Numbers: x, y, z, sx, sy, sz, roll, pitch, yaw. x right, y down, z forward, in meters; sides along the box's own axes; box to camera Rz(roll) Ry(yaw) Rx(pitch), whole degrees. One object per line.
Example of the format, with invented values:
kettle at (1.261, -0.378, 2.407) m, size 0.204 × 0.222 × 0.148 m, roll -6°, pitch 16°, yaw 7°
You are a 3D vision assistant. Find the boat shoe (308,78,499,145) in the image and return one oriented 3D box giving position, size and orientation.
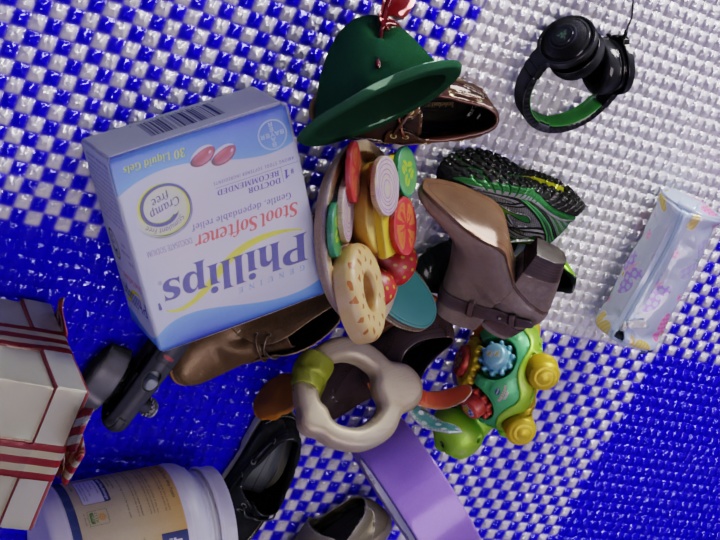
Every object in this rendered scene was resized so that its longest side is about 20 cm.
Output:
boat shoe at (0.049, -0.164, 1.463) m, size 0.199 × 0.070 × 0.071 m, roll -8°, pitch 125°, yaw -24°

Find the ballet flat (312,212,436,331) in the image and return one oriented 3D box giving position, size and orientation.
ballet flat at (0.000, 0.000, 1.536) m, size 0.200 × 0.065 × 0.071 m, roll 41°, pitch 66°, yaw -29°

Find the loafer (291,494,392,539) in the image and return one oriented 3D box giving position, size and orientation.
loafer at (-0.054, 0.337, 1.718) m, size 0.200 × 0.076 × 0.068 m, roll -37°, pitch 129°, yaw -16°

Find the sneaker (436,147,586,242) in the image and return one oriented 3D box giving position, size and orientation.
sneaker at (0.161, -0.073, 1.579) m, size 0.200 × 0.078 × 0.085 m, roll 19°, pitch 113°, yaw -35°

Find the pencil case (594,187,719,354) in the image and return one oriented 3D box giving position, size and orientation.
pencil case at (0.360, -0.001, 1.732) m, size 0.091 × 0.083 × 0.200 m, roll -1°, pitch 121°, yaw -55°

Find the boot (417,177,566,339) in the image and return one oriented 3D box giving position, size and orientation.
boot at (0.121, -0.002, 1.539) m, size 0.200 × 0.070 × 0.146 m, roll 31°, pitch 134°, yaw -6°

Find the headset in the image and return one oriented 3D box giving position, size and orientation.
headset at (0.244, -0.241, 1.540) m, size 0.123 × 0.094 × 0.200 m, roll 15°, pitch 126°, yaw -40°

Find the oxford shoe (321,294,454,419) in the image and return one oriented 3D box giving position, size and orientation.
oxford shoe at (0.021, 0.112, 1.608) m, size 0.200 × 0.073 × 0.071 m, roll -43°, pitch 134°, yaw 14°

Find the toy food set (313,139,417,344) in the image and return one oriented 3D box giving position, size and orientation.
toy food set at (0.009, -0.037, 1.427) m, size 0.200 × 0.049 × 0.199 m, roll -32°, pitch 118°, yaw -61°

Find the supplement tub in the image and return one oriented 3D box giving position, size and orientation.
supplement tub at (-0.245, 0.287, 1.528) m, size 0.199 × 0.144 × 0.145 m, roll -8°, pitch 122°, yaw -25°

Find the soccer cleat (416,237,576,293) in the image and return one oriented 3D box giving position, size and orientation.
soccer cleat at (0.154, 0.001, 1.616) m, size 0.199 × 0.081 × 0.068 m, roll -3°, pitch 120°, yaw -25°

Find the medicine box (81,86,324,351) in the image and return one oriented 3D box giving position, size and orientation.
medicine box at (-0.148, -0.053, 1.374) m, size 0.182 × 0.103 × 0.201 m, roll -20°, pitch 113°, yaw -18°

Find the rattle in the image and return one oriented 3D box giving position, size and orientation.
rattle at (0.003, 0.154, 1.570) m, size 0.199 × 0.130 × 0.143 m, roll 2°, pitch 143°, yaw -28°

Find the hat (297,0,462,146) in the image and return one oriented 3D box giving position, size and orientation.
hat at (-0.007, -0.234, 1.357) m, size 0.165 × 0.176 × 0.200 m, roll -29°, pitch 173°, yaw 39°

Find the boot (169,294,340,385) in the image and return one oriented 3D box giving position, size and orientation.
boot at (-0.112, 0.069, 1.514) m, size 0.200 × 0.075 × 0.074 m, roll -31°, pitch 131°, yaw -8°

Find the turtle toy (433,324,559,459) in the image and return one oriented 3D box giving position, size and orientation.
turtle toy at (0.153, 0.138, 1.678) m, size 0.101 × 0.146 × 0.200 m, roll 16°, pitch 111°, yaw -13°

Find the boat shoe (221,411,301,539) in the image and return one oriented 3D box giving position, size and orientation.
boat shoe at (-0.116, 0.252, 1.629) m, size 0.074 × 0.066 × 0.200 m, roll 17°, pitch 109°, yaw -36°

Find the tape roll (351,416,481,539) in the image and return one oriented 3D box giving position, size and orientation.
tape roll at (0.061, 0.258, 1.647) m, size 0.066 × 0.200 × 0.200 m, roll -33°, pitch 130°, yaw -8°

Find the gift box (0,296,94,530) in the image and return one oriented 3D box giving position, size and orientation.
gift box at (-0.355, 0.119, 1.335) m, size 0.186 × 0.185 × 0.200 m, roll 14°, pitch 117°, yaw -33°

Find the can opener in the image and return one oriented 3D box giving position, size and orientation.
can opener at (-0.208, 0.083, 1.473) m, size 0.200 × 0.063 × 0.079 m, roll -48°, pitch 130°, yaw 5°
